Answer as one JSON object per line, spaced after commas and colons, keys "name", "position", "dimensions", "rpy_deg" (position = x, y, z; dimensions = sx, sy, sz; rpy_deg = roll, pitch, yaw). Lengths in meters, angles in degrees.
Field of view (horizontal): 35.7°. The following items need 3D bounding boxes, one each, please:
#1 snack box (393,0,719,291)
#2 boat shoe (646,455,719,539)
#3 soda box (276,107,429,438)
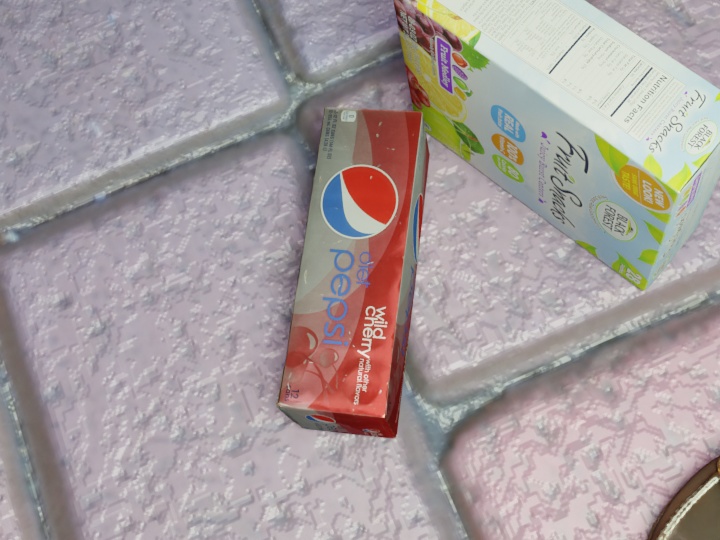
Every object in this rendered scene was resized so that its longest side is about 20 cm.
{"name": "snack box", "position": [0.118, -0.093, 0.674], "dimensions": [0.199, 0.169, 0.068], "rpy_deg": [38, 80, 18]}
{"name": "boat shoe", "position": [0.244, 0.119, 0.637], "dimensions": [0.199, 0.070, 0.071], "rpy_deg": [-38, 71, -5]}
{"name": "soda box", "position": [0.000, 0.000, 0.713], "dimensions": [0.069, 0.063, 0.202], "rpy_deg": [5, 72, 10]}
